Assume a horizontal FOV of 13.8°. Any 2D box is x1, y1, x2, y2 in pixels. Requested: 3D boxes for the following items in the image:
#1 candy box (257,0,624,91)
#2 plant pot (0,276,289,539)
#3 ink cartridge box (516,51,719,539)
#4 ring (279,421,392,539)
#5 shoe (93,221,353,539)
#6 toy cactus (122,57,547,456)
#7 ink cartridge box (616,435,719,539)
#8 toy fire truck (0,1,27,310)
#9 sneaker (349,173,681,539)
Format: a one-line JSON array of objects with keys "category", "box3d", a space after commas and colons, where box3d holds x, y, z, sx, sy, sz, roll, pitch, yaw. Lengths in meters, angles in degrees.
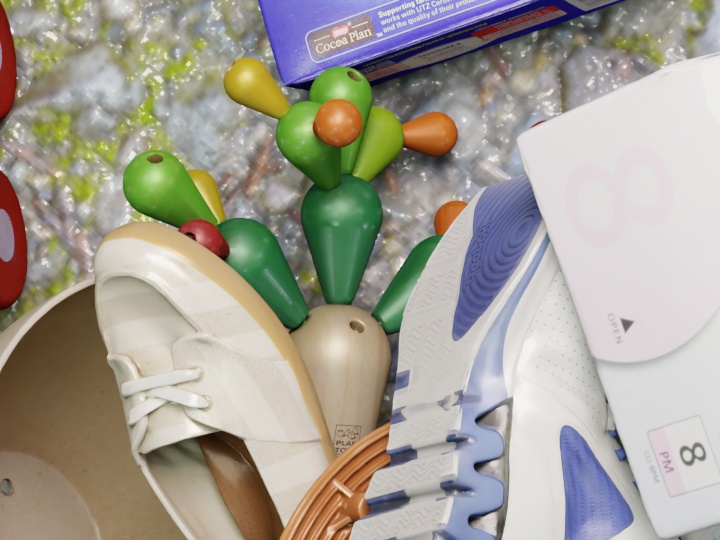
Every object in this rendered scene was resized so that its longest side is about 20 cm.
[{"category": "candy box", "box3d": [0.026, -0.194, 1.257, 0.168, 0.077, 0.201, -17, 84, 16]}, {"category": "plant pot", "box3d": [-0.112, 0.111, 1.239, 0.134, 0.199, 0.202, -19, 80, 49]}, {"category": "ink cartridge box", "box3d": [0.164, -0.006, 1.060, 0.199, 0.057, 0.164, -23, 85, 45]}, {"category": "ring", "box3d": [0.042, 0.156, 1.185, 0.019, 0.199, 0.202, -1, 86, 52]}, {"category": "shoe", "box3d": [-0.048, 0.073, 1.166, 0.070, 0.053, 0.201, -21, 106, 36]}, {"category": "toy cactus", "box3d": [0.000, 0.000, 1.215, 0.102, 0.199, 0.166, 5, 91, 53]}, {"category": "ink cartridge box", "box3d": [0.159, 0.120, 1.179, 0.117, 0.067, 0.201, -27, 77, 56]}, {"category": "toy fire truck", "box3d": [-0.225, -0.050, 1.273, 0.111, 0.168, 0.202, -6, 85, 16]}, {"category": "sneaker", "box3d": [0.072, 0.067, 1.160, 0.080, 0.115, 0.201, -13, 54, 55]}]
